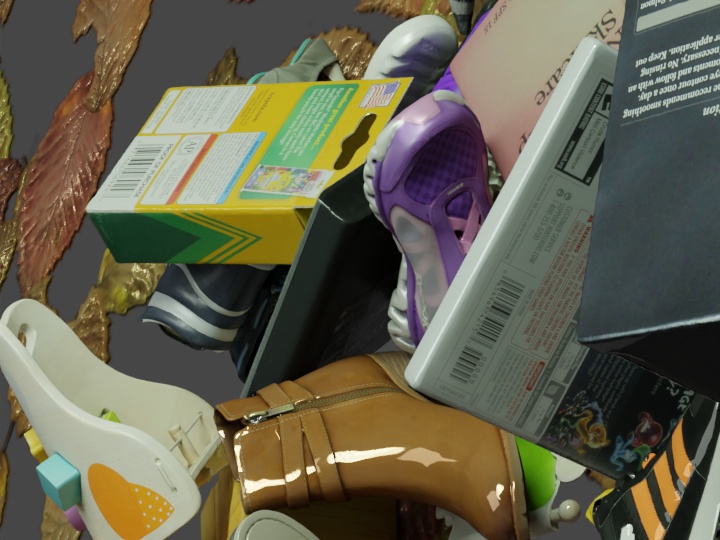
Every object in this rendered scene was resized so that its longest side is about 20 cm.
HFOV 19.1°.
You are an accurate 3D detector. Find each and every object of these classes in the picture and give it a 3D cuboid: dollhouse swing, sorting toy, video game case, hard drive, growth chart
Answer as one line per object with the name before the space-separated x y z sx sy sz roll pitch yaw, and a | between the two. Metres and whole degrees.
dollhouse swing | -0.096 0.166 1.405 0.200 0.181 0.177 -43 50 33
sorting toy | -0.181 0.095 1.412 0.107 0.181 0.200 -37 2 6
video game case | 0.144 0.006 1.122 0.201 0.181 0.023 -62 22 7
hard drive | 0.000 0.000 1.334 0.033 0.139 0.201 40 138 16
growth chart | 0.085 0.081 1.314 0.144 0.018 0.202 -35 47 41

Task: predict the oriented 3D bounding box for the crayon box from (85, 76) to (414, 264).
crayon box | -0.064 -0.064 1.387 0.198 0.052 0.126 0 44 33

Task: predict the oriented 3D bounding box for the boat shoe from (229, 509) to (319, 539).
boat shoe | -0.025 0.229 1.240 0.062 0.201 0.073 -20 17 48

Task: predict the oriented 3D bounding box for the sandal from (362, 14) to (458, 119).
sandal | 0.004 -0.102 1.467 0.203 0.082 0.050 -54 52 34

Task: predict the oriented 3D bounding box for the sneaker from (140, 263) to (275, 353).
sneaker | -0.111 -0.015 1.508 0.109 0.070 0.200 -62 21 14

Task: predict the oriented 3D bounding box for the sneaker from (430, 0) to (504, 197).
sneaker | 0.088 -0.124 1.397 0.200 0.069 0.100 -43 33 26

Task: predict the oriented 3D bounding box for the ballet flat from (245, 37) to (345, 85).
ballet flat | -0.039 -0.121 1.550 0.068 0.063 0.200 -64 -5 18

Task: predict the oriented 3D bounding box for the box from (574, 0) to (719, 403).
box | 0.221 -0.034 1.021 0.117 0.196 0.202 -12 61 50

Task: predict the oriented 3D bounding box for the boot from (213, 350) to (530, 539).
boot | 0.006 0.112 1.245 0.200 0.154 0.077 -122 25 -52

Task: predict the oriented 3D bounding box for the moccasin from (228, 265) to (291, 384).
moccasin | -0.028 0.016 1.480 0.200 0.080 0.069 129 145 -48

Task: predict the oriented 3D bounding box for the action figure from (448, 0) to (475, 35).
action figure | 0.095 -0.252 1.386 0.194 0.198 0.105 107 157 -57

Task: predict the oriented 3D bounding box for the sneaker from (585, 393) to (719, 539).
sneaker | 0.161 0.113 1.112 0.089 0.070 0.202 10 80 32

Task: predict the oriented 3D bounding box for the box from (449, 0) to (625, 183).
box | 0.151 -0.088 1.235 0.128 0.108 0.201 -50 36 23

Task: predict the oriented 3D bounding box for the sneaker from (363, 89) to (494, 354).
sneaker | 0.060 -0.011 1.228 0.080 0.201 0.088 -28 46 -19
